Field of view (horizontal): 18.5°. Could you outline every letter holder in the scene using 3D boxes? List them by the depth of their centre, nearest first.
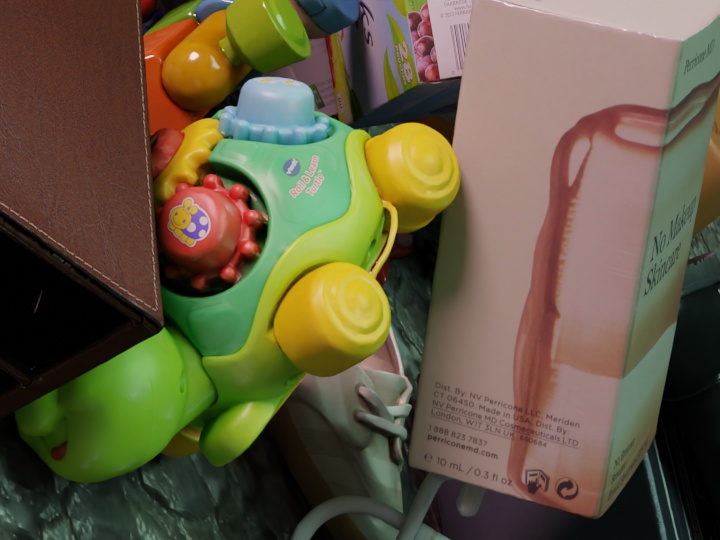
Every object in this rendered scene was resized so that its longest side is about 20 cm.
[{"bbox_3d":[-0.153,-0.068,0.744,0.142,0.100,0.201,40,31,-43],"label":"letter holder"}]

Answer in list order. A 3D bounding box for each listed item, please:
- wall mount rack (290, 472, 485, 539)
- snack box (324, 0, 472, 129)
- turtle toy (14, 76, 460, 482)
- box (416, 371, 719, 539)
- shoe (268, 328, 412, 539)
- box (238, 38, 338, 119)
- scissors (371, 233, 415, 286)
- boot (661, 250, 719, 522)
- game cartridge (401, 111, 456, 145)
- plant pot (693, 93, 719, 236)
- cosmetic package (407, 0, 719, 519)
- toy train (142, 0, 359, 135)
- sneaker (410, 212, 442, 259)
[{"bbox_3d":[0.051,0.183,0.923,0.200,0.075,0.174,32,71,-17],"label":"wall mount rack"},{"bbox_3d":[0.019,-0.175,1.007,0.169,0.067,0.201,169,-90,-77],"label":"snack box"},{"bbox_3d":[-0.058,0.005,0.836,0.101,0.146,0.200,41,50,-15],"label":"turtle toy"},{"bbox_3d":[0.136,0.151,1.132,0.198,0.123,0.201,41,31,-47],"label":"box"},{"bbox_3d":[-0.013,0.035,1.013,0.070,0.053,0.201,25,43,-58],"label":"shoe"},{"bbox_3d":[-0.058,-0.169,1.174,0.201,0.036,0.144,64,21,-3],"label":"box"},{"bbox_3d":[0.000,0.000,1.146,0.073,0.014,0.200,57,23,-25],"label":"scissors"},{"bbox_3d":[0.174,0.095,1.044,0.165,0.065,0.201,-15,84,-66],"label":"boot"},{"bbox_3d":[0.048,-0.142,1.127,0.200,0.032,0.177,-141,-137,-70],"label":"game cartridge"},{"bbox_3d":[0.169,-0.087,1.466,0.200,0.140,0.200,50,24,-32],"label":"plant pot"},{"bbox_3d":[0.085,-0.016,0.891,0.103,0.087,0.201,-40,140,-60],"label":"cosmetic package"},{"bbox_3d":[-0.072,-0.080,0.920,0.085,0.115,0.200,59,21,-12],"label":"toy train"},{"bbox_3d":[0.063,-0.035,1.232,0.200,0.074,0.081,-38,121,-74],"label":"sneaker"}]
